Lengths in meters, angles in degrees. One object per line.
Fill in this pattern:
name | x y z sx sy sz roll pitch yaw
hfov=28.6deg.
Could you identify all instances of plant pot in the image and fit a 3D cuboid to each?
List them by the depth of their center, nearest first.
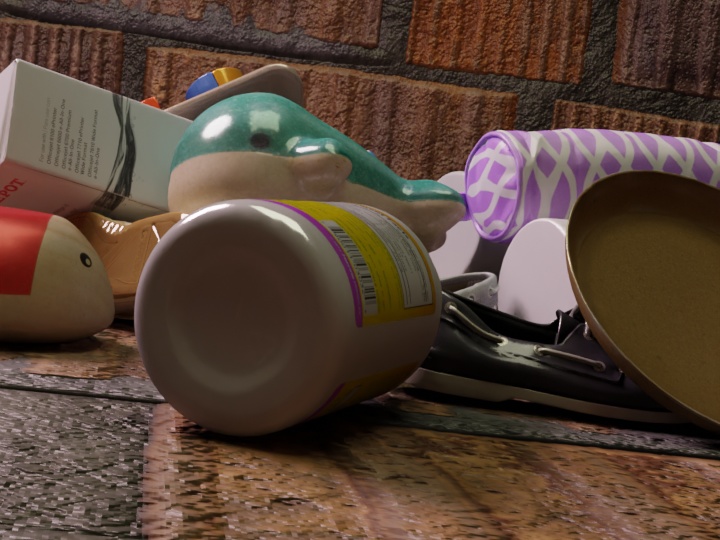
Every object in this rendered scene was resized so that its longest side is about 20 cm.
plant pot | 0.204 0.023 0.826 0.199 0.028 0.201 15 44 -15

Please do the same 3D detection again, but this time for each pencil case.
pencil case | 0.170 -0.055 0.990 0.199 0.085 0.085 3 -9 -24

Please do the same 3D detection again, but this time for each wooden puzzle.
wooden puzzle | -0.146 -0.105 1.189 0.199 0.047 0.185 -20 -19 -8

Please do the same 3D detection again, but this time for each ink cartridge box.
ink cartridge box | -0.197 -0.062 1.038 0.199 0.084 0.145 17 -27 -34

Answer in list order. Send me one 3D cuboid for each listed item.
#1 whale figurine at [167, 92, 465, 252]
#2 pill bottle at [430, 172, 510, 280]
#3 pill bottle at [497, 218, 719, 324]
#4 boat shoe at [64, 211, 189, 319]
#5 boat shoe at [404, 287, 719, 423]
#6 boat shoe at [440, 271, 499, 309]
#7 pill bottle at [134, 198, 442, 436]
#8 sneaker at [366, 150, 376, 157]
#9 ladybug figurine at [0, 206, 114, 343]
whale figurine | -0.030 -0.062 0.966 0.199 0.104 0.159 6 -21 -8
pill bottle | 0.147 -0.013 1.093 0.199 0.115 0.114 11 2 -31
pill bottle | 0.197 0.022 0.929 0.199 0.117 0.116 5 5 -28
boat shoe | -0.151 0.004 0.950 0.199 0.074 0.069 2 -21 46
boat shoe | 0.121 0.047 0.813 0.199 0.063 0.073 8 2 -6
boat shoe | -0.001 0.027 0.859 0.201 0.065 0.074 5 5 -29
pill bottle | -0.022 0.018 0.698 0.104 0.105 0.200 9 4 19
sneaker | -0.067 -0.075 1.177 0.199 0.078 0.076 12 -27 -27
ladybug figurine | -0.241 -0.004 0.821 0.199 0.072 0.136 6 5 -11
